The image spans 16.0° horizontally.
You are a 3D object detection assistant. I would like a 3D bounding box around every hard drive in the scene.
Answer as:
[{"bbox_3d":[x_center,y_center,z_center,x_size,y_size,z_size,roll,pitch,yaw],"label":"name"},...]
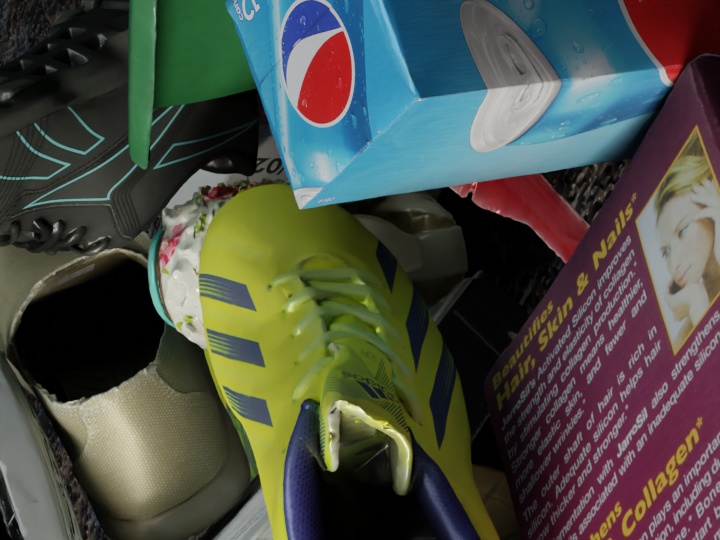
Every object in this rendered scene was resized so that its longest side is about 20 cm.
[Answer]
[{"bbox_3d":[-0.021,0.087,0.837,0.140,0.038,0.200,-45,3,30],"label":"hard drive"}]

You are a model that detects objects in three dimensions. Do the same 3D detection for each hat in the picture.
[{"bbox_3d":[0.019,-0.104,0.790,0.200,0.176,0.166,101,172,-63],"label":"hat"}]

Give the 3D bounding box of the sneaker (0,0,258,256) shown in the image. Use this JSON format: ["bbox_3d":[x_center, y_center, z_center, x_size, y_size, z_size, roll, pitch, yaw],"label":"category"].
[{"bbox_3d":[-0.108,-0.035,0.862,0.075,0.200,0.079,10,122,51],"label":"sneaker"}]

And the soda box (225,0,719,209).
[{"bbox_3d":[0.069,-0.070,0.701,0.068,0.200,0.064,-39,67,52],"label":"soda box"}]

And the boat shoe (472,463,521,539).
[{"bbox_3d":[0.008,0.163,0.875,0.063,0.073,0.201,169,116,-72],"label":"boat shoe"}]

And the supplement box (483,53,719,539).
[{"bbox_3d":[0.117,0.065,0.643,0.200,0.103,0.131,-101,31,-45],"label":"supplement box"}]

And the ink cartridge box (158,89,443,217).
[{"bbox_3d":[-0.011,-0.073,0.981,0.068,0.115,0.200,56,131,33],"label":"ink cartridge box"}]

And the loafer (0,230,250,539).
[{"bbox_3d":[-0.094,0.017,0.922,0.200,0.076,0.068,50,163,51],"label":"loafer"}]

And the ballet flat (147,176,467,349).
[{"bbox_3d":[0.000,0.000,0.905,0.064,0.200,0.076,-11,89,27],"label":"ballet flat"}]

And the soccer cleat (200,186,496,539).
[{"bbox_3d":[-0.001,0.041,0.680,0.084,0.065,0.200,80,174,-50],"label":"soccer cleat"}]

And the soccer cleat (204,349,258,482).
[{"bbox_3d":[-0.044,0.048,1.063,0.084,0.065,0.200,-71,24,17],"label":"soccer cleat"}]

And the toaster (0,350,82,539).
[{"bbox_3d":[-0.155,0.104,0.883,0.129,0.113,0.200,98,155,-44],"label":"toaster"}]
